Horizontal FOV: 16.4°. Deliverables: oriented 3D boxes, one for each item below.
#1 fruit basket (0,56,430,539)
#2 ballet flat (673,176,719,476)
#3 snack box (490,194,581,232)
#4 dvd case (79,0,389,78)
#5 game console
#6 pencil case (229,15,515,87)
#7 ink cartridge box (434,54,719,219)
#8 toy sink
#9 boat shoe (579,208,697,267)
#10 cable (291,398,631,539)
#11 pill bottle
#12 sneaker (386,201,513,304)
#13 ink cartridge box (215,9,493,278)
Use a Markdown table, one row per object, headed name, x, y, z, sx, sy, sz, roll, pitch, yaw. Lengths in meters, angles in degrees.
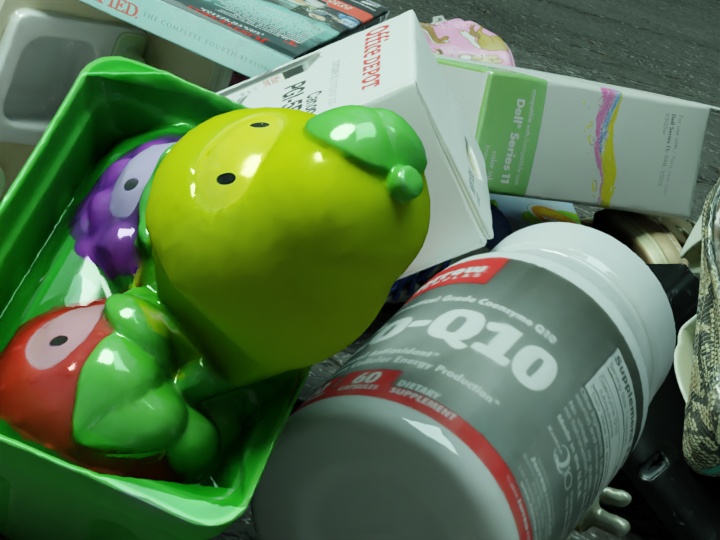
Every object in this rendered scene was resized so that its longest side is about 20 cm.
| name | x | y | z | sx | sy | sz | roll | pitch | yaw |
| --- | --- | --- | --- | --- | --- | --- | --- | --- | --- |
| fruit basket | -0.063 | -0.001 | 0.931 | 0.155 | 0.216 | 0.216 | 23 | 17 | 2 |
| ballet flat | 0.183 | 0.012 | 1.211 | 0.068 | 0.075 | 0.200 | 28 | 53 | -21 |
| snack box | 0.030 | -0.051 | 1.512 | 0.200 | 0.053 | 0.142 | 18 | 20 | -11 |
| dvd case | -0.075 | -0.144 | 1.291 | 0.146 | 0.022 | 0.200 | 25 | 16 | 7 |
| game console | 0.130 | 0.070 | 1.272 | 0.176 | 0.116 | 0.200 | 52 | 34 | 2 |
| pencil case | -0.007 | -0.106 | 1.419 | 0.200 | 0.083 | 0.087 | 1 | 34 | -37 |
| ink cartridge box | 0.110 | -0.074 | 1.386 | 0.200 | 0.067 | 0.117 | 6 | 8 | -35 |
| toy sink | -0.182 | -0.102 | 1.289 | 0.112 | 0.130 | 0.200 | 2 | 27 | -47 |
| boat shoe | 0.172 | -0.010 | 1.454 | 0.064 | 0.071 | 0.200 | -14 | 8 | -3 |
| cable | 0.027 | 0.079 | 1.124 | 0.200 | 0.050 | 0.097 | 26 | 25 | 8 |
| pill bottle | 0.049 | 0.062 | 1.022 | 0.114 | 0.114 | 0.200 | 27 | 35 | 15 |
| sneaker | 0.000 | 0.000 | 1.319 | 0.200 | 0.075 | 0.088 | 1 | 33 | -27 |
| ink cartridge box | -0.049 | -0.031 | 1.126 | 0.200 | 0.083 | 0.147 | -22 | 16 | 7 |
